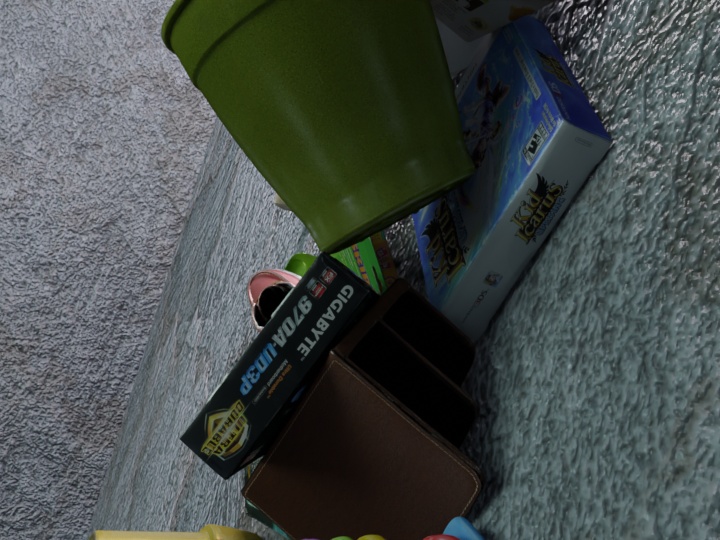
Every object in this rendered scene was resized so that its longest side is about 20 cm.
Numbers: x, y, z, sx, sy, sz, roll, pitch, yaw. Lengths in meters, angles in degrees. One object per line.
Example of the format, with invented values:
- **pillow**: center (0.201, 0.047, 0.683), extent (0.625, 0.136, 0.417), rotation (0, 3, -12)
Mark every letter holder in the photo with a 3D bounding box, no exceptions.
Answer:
- **letter holder**: center (0.019, 0.135, 0.692), extent (0.101, 0.141, 0.201), rotation (-43, -11, -47)

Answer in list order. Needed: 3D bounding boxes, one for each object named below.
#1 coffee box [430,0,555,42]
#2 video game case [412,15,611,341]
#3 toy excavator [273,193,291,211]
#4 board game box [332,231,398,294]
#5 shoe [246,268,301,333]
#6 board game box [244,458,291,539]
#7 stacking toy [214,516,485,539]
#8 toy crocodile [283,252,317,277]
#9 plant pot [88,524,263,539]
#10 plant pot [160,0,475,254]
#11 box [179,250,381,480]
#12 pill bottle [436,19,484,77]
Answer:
- **coffee box**: center (0.130, -0.260, 0.666), extent (0.199, 0.079, 0.116), rotation (-9, 56, 59)
- **video game case**: center (0.101, -0.081, 0.714), extent (0.202, 0.045, 0.183), rotation (-97, 29, -53)
- **toy excavator**: center (-0.085, -0.142, 1.226), extent (0.197, 0.193, 0.102), rotation (-1, 68, 42)
- **board game box**: center (0.000, 0.000, 0.888), extent (0.200, 0.029, 0.097), rotation (-155, 46, -74)
- **shoe**: center (-0.082, 0.036, 0.970), extent (0.072, 0.091, 0.200), rotation (-46, 43, -3)
- **board game box**: center (-0.092, 0.204, 0.985), extent (0.199, 0.028, 0.139), rotation (164, 105, -69)
- **stacking toy**: center (-0.016, 0.195, 0.539), extent (0.118, 0.196, 0.110), rotation (-67, 18, 8)
- **toy crocodile**: center (-0.064, 0.070, 1.038), extent (0.068, 0.061, 0.204), rotation (132, 150, -52)
- **plant pot**: center (-0.219, 0.372, 1.007), extent (0.202, 0.186, 0.203), rotation (-55, 24, 40)
- **plant pot**: center (-0.014, -0.125, 0.669), extent (0.196, 0.198, 0.200), rotation (63, 155, 1)
- **box**: center (-0.048, 0.069, 0.701), extent (0.160, 0.046, 0.200), rotation (-52, -7, 0)
- **pill bottle**: center (0.048, -0.239, 0.918), extent (0.200, 0.112, 0.116), rotation (-154, 83, -72)
